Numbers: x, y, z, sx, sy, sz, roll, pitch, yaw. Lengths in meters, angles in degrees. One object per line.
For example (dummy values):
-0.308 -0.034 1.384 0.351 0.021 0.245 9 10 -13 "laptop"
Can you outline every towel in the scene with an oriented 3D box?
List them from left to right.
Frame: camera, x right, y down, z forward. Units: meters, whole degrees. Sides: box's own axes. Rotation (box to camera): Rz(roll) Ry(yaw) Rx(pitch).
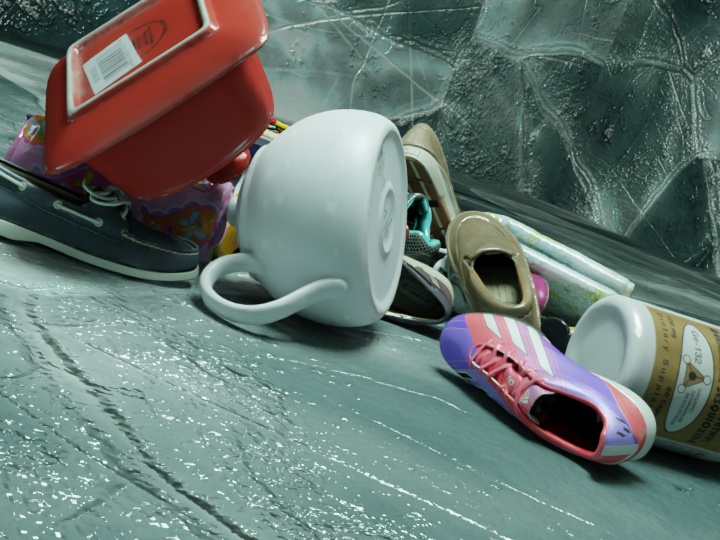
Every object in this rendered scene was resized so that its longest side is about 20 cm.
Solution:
0.225 0.010 1.200 0.200 0.048 0.171 29 -14 19 "towel"

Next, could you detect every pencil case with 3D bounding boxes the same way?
-0.214 -0.071 0.906 0.200 0.088 0.087 18 10 -3 "pencil case"

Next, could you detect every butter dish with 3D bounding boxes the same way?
-0.143 -0.132 0.831 0.148 0.199 0.200 56 7 -38 "butter dish"

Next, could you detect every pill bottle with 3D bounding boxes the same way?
0.284 0.100 0.870 0.200 0.115 0.114 17 11 -16 "pill bottle"

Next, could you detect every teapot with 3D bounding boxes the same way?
-0.046 -0.044 0.872 0.146 0.198 0.200 4 -7 12 "teapot"

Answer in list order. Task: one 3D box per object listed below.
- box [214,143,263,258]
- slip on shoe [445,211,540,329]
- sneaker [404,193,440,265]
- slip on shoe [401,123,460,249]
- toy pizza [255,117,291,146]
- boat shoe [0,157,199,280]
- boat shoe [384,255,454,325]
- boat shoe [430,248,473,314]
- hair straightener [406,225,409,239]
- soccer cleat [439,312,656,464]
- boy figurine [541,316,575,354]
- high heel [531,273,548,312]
-0.178 -0.097 1.032 0.200 0.119 0.042 26 -31 25 "box"
0.130 -0.003 1.008 0.076 0.061 0.200 -8 41 1 "slip on shoe"
0.041 -0.057 1.114 0.077 0.091 0.200 19 35 -33 "sneaker"
0.083 -0.088 1.215 0.076 0.061 0.200 4 -37 27 "slip on shoe"
-0.122 -0.156 1.065 0.200 0.032 0.200 22 5 -2 "toy pizza"
-0.220 -0.044 0.817 0.200 0.062 0.075 18 9 -12 "boat shoe"
0.000 0.000 0.982 0.200 0.072 0.065 25 5 -5 "boat shoe"
0.104 0.009 1.109 0.068 0.072 0.200 17 10 -35 "boat shoe"
-0.033 -0.081 1.079 0.077 0.041 0.200 19 17 -44 "hair straightener"
0.131 0.087 0.796 0.200 0.068 0.073 31 19 36 "soccer cleat"
0.259 0.087 1.041 0.124 0.065 0.200 25 15 40 "boy figurine"
0.139 0.011 1.162 0.096 0.067 0.200 27 3 -18 "high heel"
